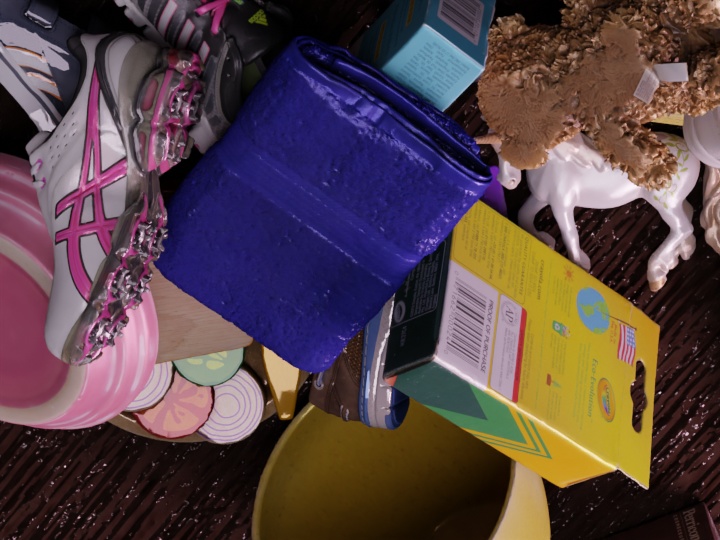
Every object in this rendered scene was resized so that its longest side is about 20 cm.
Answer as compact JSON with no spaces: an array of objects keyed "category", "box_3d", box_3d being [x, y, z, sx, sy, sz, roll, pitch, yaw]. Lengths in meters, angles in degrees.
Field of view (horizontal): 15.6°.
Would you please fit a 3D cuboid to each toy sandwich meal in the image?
[{"category":"toy sandwich meal","box_3d":[-0.115,0.035,1.718,0.204,0.070,0.206,-1,117,-3]}]

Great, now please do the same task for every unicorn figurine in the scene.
[{"category":"unicorn figurine","box_3d":[0.149,-0.053,1.696,0.199,0.074,0.138,-11,120,-18]}]

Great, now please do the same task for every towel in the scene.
[{"category":"towel","box_3d":[-0.028,-0.041,1.596,0.147,0.050,0.200,35,126,-7]}]

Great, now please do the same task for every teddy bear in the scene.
[{"category":"teddy bear","box_3d":[0.166,-0.125,1.565,0.200,0.067,0.145,-37,91,34]}]

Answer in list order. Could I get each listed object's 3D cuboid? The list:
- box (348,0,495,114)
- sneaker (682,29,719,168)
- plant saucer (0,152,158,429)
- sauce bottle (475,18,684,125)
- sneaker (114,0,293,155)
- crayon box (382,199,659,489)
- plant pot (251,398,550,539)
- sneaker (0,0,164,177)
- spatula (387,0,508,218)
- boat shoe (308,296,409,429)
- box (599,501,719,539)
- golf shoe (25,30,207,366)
[{"category":"box","box_3d":[0.001,-0.098,1.626,0.049,0.082,0.200,34,125,-17]},{"category":"sneaker","box_3d":[0.241,-0.165,1.593,0.075,0.088,0.201,4,85,-7]},{"category":"plant saucer","box_3d":[-0.224,0.022,1.666,0.200,0.051,0.201,17,129,22]},{"category":"sauce bottle","box_3d":[0.169,-0.128,1.657,0.199,0.065,0.065,8,116,-8]},{"category":"sneaker","box_3d":[-0.088,-0.157,1.601,0.087,0.074,0.201,-2,123,40]},{"category":"crayon box","box_3d":[0.105,0.051,1.655,0.200,0.128,0.051,33,141,-32]},{"category":"plant pot","box_3d":[0.047,0.175,1.751,0.200,0.201,0.142,-33,138,13]},{"category":"sneaker","box_3d":[-0.186,-0.133,1.626,0.079,0.078,0.200,-35,111,6]},{"category":"spatula","box_3d":[0.052,-0.094,1.685,0.056,0.020,0.201,-35,115,-31]},{"category":"boat shoe","box_3d":[0.000,0.000,1.693,0.072,0.072,0.201,7,94,15]},{"category":"box","box_3d":[0.166,0.246,1.826,0.199,0.100,0.075,-21,116,7]},{"category":"golf shoe","box_3d":[-0.160,-0.044,1.577,0.092,0.073,0.201,16,88,13]}]
